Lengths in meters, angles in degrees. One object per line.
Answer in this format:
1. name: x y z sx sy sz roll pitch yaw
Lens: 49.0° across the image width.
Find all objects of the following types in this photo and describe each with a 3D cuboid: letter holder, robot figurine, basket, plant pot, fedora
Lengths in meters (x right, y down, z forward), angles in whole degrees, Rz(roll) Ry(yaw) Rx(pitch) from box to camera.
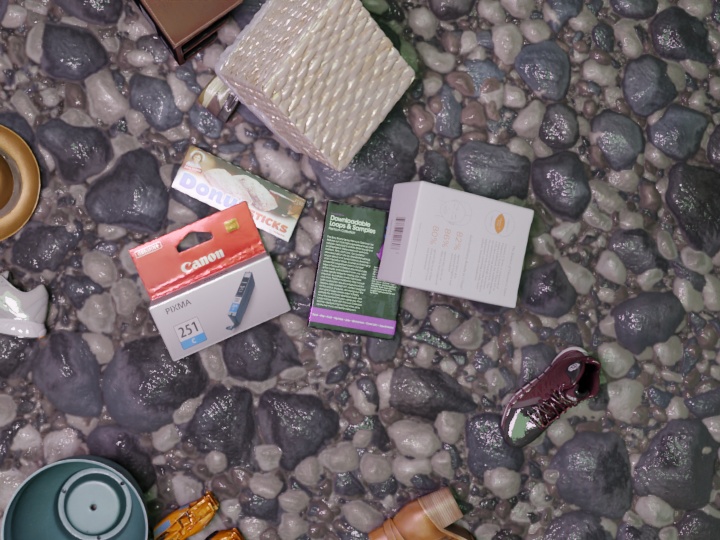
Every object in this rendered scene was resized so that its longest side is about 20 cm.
1. letter holder: -0.274 -0.438 1.171 0.141 0.101 0.201 -37 96 -7
2. robot figurine: -0.285 0.440 1.210 0.199 0.058 0.146 -37 93 -5
3. basket: -0.063 -0.283 1.135 0.201 0.161 0.198 -50 129 -2
4. plant pot: -0.402 0.361 1.155 0.196 0.134 0.205 0 91 -7
5. fedora: -0.573 -0.131 1.146 0.196 0.082 0.205 0 91 -7

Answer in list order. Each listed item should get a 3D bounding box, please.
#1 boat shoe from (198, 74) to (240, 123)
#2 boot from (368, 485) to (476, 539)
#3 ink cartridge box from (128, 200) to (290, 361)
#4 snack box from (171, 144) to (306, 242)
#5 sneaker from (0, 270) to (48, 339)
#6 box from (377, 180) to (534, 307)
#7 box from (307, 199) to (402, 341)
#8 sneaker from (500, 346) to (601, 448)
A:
1. boat shoe: -0.159 -0.309 1.206 0.201 0.072 0.066 -44 102 1
2. boot: 0.115 0.461 1.255 0.153 0.077 0.202 -29 101 -1
3. ink cartridge box: -0.228 0.016 1.200 0.197 0.045 0.179 -23 106 -6
4. snack box: -0.187 -0.119 1.226 0.197 0.024 0.073 25 90 -8
5. sneaker: -0.557 0.041 1.166 0.196 0.076 0.094 13 82 -15
6. box: 0.144 -0.039 1.210 0.196 0.106 0.155 12 89 -21
7. box: 0.000 0.000 1.248 0.140 0.036 0.204 10 91 -8
8. sneaker: 0.306 0.205 1.251 0.075 0.115 0.201 41 86 -6
